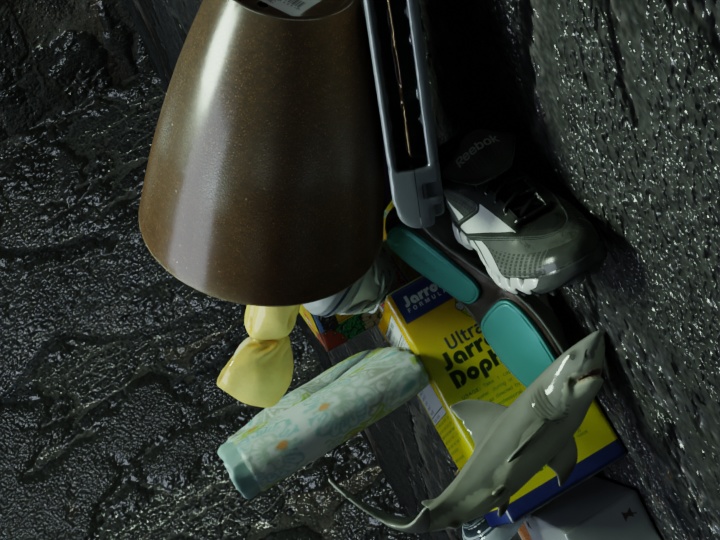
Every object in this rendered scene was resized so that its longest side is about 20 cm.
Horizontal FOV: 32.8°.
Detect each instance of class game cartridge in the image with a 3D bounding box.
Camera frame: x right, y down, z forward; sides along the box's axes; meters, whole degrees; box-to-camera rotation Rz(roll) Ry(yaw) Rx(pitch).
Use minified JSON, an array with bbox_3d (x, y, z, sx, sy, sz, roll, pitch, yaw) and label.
[{"bbox_3d":[0.024,-0.143,0.793,0.133,0.041,0.203,-101,2,-70],"label":"game cartridge"}]

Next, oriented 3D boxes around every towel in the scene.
[{"bbox_3d":[-0.038,0.119,1.007,0.048,0.170,0.200,57,172,-1],"label":"towel"}]

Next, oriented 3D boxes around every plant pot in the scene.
[{"bbox_3d":[-0.060,-0.112,0.853,0.188,0.185,0.202,56,148,38],"label":"plant pot"}]

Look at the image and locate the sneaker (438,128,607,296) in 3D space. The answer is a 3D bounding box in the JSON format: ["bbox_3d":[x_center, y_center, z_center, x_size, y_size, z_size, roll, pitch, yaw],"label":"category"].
[{"bbox_3d":[0.093,-0.046,0.803,0.091,0.066,0.200,63,174,-21],"label":"sneaker"}]

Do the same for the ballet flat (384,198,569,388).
[{"bbox_3d":[0.105,0.013,0.924,0.200,0.064,0.067,44,147,3],"label":"ballet flat"}]

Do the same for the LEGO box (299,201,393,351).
[{"bbox_3d":[-0.016,-0.024,1.260,0.200,0.148,0.078,50,165,58],"label":"LEGO box"}]

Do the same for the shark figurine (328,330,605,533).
[{"bbox_3d":[0.080,0.128,0.868,0.089,0.213,0.129,41,155,34],"label":"shark figurine"}]

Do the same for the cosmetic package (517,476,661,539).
[{"bbox_3d":[0.196,0.237,1.052,0.102,0.071,0.200,63,171,-1],"label":"cosmetic package"}]

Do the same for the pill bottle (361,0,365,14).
[{"bbox_3d":[-0.074,-0.263,0.987,0.201,0.113,0.115,55,169,42],"label":"pill bottle"}]

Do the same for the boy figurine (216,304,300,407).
[{"bbox_3d":[-0.077,0.011,1.021,0.124,0.064,0.203,-126,45,-79],"label":"boy figurine"}]

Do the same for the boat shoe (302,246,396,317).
[{"bbox_3d":[0.000,0.000,0.992,0.066,0.074,0.200,36,-165,-7],"label":"boat shoe"}]

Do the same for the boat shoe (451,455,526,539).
[{"bbox_3d":[0.106,0.168,1.106,0.091,0.071,0.201,49,-155,-12],"label":"boat shoe"}]

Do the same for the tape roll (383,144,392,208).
[{"bbox_3d":[-0.048,-0.126,1.080,0.199,0.085,0.200,32,164,10],"label":"tape roll"}]

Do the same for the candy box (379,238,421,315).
[{"bbox_3d":[0.079,0.055,1.107,0.201,0.101,0.026,61,142,17],"label":"candy box"}]

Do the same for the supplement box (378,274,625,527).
[{"bbox_3d":[0.110,0.093,0.995,0.202,0.109,0.109,60,171,10],"label":"supplement box"}]
